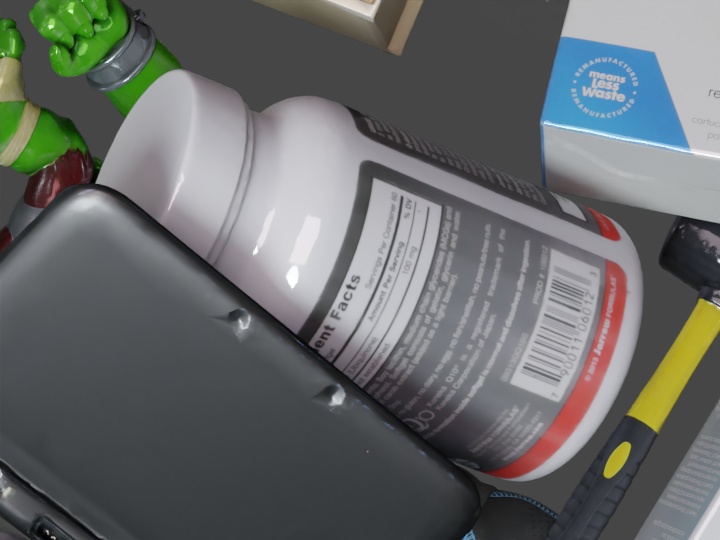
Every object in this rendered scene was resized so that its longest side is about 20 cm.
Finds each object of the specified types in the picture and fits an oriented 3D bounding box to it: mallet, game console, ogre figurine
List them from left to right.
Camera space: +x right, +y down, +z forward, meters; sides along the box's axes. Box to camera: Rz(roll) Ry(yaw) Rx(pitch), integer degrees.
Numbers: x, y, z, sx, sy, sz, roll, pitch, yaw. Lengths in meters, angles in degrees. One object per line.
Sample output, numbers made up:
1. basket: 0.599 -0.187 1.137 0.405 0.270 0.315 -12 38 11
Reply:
1. ogre figurine: -0.125 -0.020 1.129 0.120 0.098 0.200 24 94 -31
2. game console: -0.082 0.065 1.060 0.200 0.176 0.116 40 81 -15
3. mallet: 0.109 0.051 1.110 0.066 0.041 0.200 37 73 16

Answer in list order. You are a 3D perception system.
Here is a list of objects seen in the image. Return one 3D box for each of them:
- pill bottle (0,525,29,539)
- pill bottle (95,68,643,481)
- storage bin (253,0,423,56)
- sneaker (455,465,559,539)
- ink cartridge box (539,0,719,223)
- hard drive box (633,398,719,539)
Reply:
1. pill bottle: -0.210 0.186 1.115 0.112 0.112 0.200 23 84 11
2. pill bottle: 0.000 0.000 1.074 0.200 0.116 0.116 22 82 -23
3. storage bin: -0.042 -0.220 1.173 0.200 0.094 0.199 21 84 11
4. sneaker: 0.030 0.181 1.102 0.082 0.073 0.200 21 84 11
5. ink cartridge box: 0.150 -0.124 1.124 0.116 0.067 0.200 11 70 10
6. hard drive box: 0.182 0.138 1.065 0.156 0.077 0.200 32 87 -7
